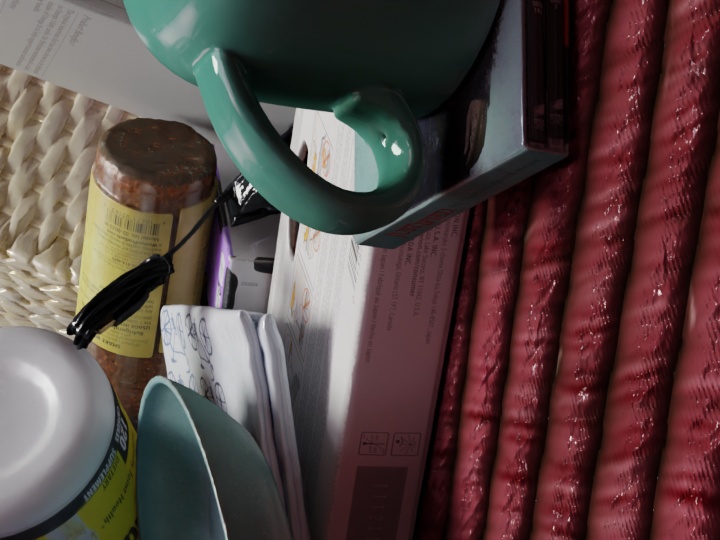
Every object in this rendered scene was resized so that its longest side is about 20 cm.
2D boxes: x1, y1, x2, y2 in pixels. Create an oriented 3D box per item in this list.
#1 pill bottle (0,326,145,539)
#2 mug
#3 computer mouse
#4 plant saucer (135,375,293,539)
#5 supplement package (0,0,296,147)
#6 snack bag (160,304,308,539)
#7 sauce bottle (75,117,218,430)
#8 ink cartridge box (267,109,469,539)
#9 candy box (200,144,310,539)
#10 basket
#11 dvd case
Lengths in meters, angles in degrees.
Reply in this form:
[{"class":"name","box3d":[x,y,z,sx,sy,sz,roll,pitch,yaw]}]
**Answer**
[{"class":"pill bottle","box3d":[-0.146,0.125,1.192,0.201,0.111,0.113,70,-168,-52]},{"class":"mug","box3d":[-0.022,-0.125,0.865,0.186,0.114,0.153,-108,33,-45]},{"class":"computer mouse","box3d":[-0.061,-0.020,1.165,0.034,0.200,0.059,49,152,-1]},{"class":"plant saucer","box3d":[-0.056,0.142,1.058,0.200,0.036,0.202,172,90,-73]},{"class":"supplement package","box3d":[-0.108,-0.152,1.204,0.117,0.199,0.118,142,146,-67]},{"class":"snack bag","box3d":[-0.055,0.114,1.138,0.188,0.021,0.202,-177,78,-74]},{"class":"sauce bottle","box3d":[-0.114,0.020,1.260,0.066,0.065,0.201,-102,21,-54]},{"class":"ink cartridge box","box3d":[0.000,0.000,1.084,0.177,0.044,0.201,-106,21,-57]},{"class":"candy box","box3d":[-0.055,0.037,1.304,0.168,0.071,0.201,-105,21,-58]},{"class":"basket","box3d":[-0.175,-0.061,1.403,0.201,0.197,0.161,-62,-18,-20]},{"class":"dvd case","box3d":[0.034,-0.121,0.906,0.146,0.022,0.202,154,121,-63]}]
